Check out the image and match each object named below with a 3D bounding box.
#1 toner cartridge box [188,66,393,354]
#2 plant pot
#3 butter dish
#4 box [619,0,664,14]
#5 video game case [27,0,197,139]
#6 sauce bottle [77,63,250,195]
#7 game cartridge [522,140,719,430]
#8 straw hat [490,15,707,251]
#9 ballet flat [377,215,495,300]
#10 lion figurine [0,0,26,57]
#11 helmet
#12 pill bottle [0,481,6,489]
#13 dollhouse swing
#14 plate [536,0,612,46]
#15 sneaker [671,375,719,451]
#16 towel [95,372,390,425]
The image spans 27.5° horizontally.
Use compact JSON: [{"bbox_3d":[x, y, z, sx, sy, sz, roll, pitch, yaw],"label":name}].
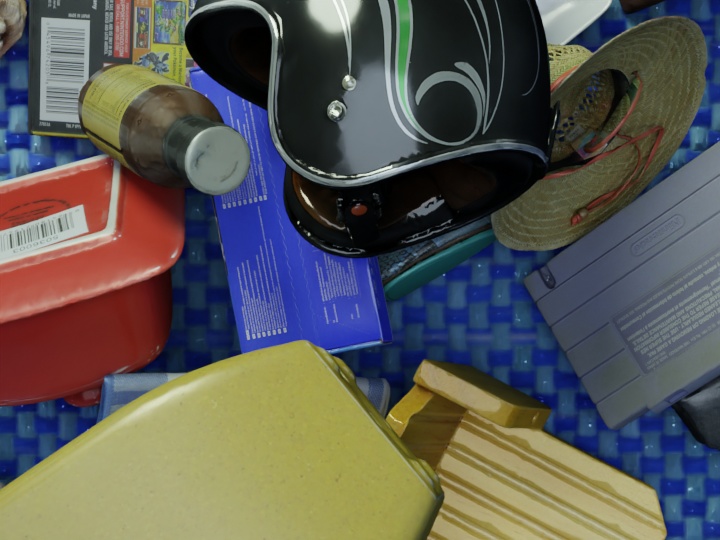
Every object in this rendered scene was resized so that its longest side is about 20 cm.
[{"bbox_3d":[-0.045,-0.042,0.960,0.095,0.043,0.201,-11,86,11],"label":"toner cartridge box"},{"bbox_3d":[-0.062,0.147,0.852,0.200,0.194,0.196,-41,81,-1],"label":"plant pot"},{"bbox_3d":[-0.198,0.024,0.983,0.200,0.200,0.148,-15,118,1],"label":"butter dish"},{"bbox_3d":[0.232,-0.276,0.931,0.164,0.200,0.166,-21,94,1],"label":"box"},{"bbox_3d":[-0.136,-0.186,1.004,0.180,0.026,0.201,5,101,8],"label":"video game case"},{"bbox_3d":[-0.121,-0.085,0.908,0.065,0.200,0.065,-8,110,-24],"label":"sauce bottle"},{"bbox_3d":[0.221,0.006,0.988,0.200,0.038,0.130,-36,75,23],"label":"game cartridge"},{"bbox_3d":[0.134,-0.109,0.980,0.201,0.201,0.085,-44,61,3],"label":"straw hat"},{"bbox_3d":[0.000,0.000,1.014,0.200,0.074,0.074,-34,94,-1],"label":"ballet flat"},{"bbox_3d":[-0.299,-0.227,0.973,0.200,0.073,0.122,34,120,-19],"label":"lion figurine"},{"bbox_3d":[0.006,-0.121,0.849,0.200,0.200,0.191,-18,74,1],"label":"helmet"},{"bbox_3d":[-0.352,0.171,1.010,0.200,0.113,0.113,17,94,-1],"label":"pill bottle"},{"bbox_3d":[0.090,0.192,0.991,0.176,0.182,0.200,29,94,19],"label":"dollhouse swing"},{"bbox_3d":[0.039,-0.198,1.021,0.200,0.032,0.200,-41,92,3],"label":"plate"},{"bbox_3d":[0.247,0.037,1.019,0.112,0.073,0.200,-18,95,0],"label":"sneaker"},{"bbox_3d":[-0.084,0.130,0.993,0.200,0.024,0.147,3,122,-22],"label":"towel"}]
